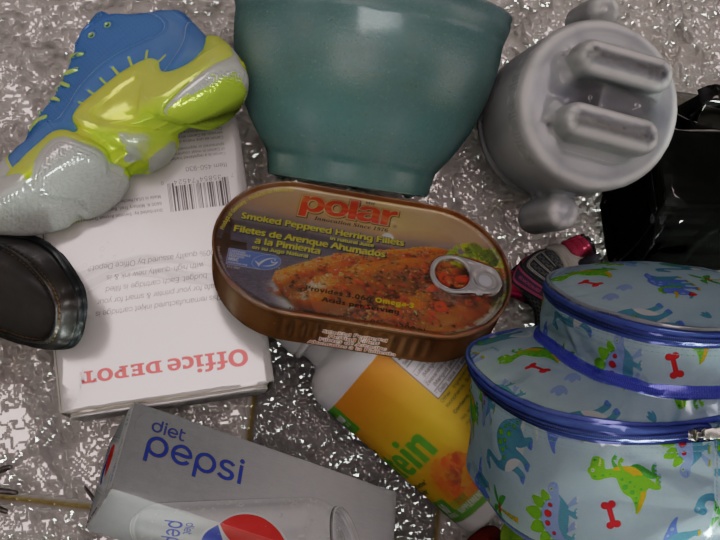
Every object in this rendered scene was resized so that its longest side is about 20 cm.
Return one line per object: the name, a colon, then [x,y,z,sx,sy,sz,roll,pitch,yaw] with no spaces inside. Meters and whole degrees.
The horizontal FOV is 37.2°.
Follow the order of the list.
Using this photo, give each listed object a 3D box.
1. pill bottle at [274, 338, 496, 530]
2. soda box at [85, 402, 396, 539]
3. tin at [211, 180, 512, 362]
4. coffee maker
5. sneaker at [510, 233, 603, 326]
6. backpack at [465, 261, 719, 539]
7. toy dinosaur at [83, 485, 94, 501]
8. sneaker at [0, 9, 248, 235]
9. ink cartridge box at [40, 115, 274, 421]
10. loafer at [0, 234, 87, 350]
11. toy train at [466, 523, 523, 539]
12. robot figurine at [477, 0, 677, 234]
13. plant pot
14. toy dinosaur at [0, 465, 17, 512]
pill bottle: [0.035,0.078,0.759,0.200,0.111,0.111,40,77,2]
soda box: [-0.076,0.161,0.720,0.198,0.064,0.069,23,46,-16]
tin: [0.000,0.000,0.706,0.198,0.042,0.113,10,54,-5]
coffee maker: [0.294,-0.042,0.813,0.198,0.135,0.194,4,88,-7]
sneaker: [0.173,0.078,0.801,0.074,0.081,0.202,-21,76,6]
backpack: [0.164,0.074,0.635,0.198,0.183,0.149,-7,106,-16]
toy dinosaur: [-0.172,0.244,0.717,0.179,0.105,0.202,-1,90,11]
sneaker: [-0.177,-0.106,0.714,0.199,0.076,0.105,-30,64,-12]
ink cartridge box: [-0.147,-0.002,0.765,0.145,0.083,0.202,-7,79,-8]
loafer: [-0.259,0.004,0.706,0.199,0.072,0.074,19,101,34]
toy train: [0.112,0.199,0.735,0.199,0.116,0.085,-28,60,-21]
robot figurine: [0.149,-0.110,0.760,0.112,0.200,0.171,17,87,-8]
plant pot: [-0.001,-0.125,0.762,0.198,0.200,0.136,8,94,-6]
toy dinosaur: [-0.337,0.116,0.713,0.198,0.105,0.183,16,58,7]
